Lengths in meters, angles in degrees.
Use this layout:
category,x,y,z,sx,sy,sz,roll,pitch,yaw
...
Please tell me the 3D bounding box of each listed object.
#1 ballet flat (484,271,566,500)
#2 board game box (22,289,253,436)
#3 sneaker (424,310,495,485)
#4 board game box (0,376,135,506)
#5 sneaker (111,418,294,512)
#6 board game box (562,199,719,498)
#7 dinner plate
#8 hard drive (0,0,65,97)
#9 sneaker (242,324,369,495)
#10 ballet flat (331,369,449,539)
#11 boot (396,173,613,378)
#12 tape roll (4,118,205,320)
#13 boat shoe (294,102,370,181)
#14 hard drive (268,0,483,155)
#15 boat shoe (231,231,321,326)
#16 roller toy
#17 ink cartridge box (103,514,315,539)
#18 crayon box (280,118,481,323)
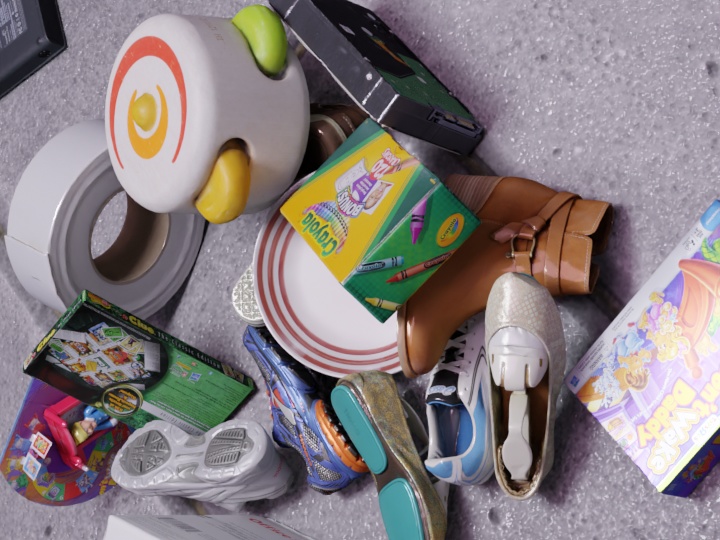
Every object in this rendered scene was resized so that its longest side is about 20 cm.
category,x,y,z,sx,sy,sz,roll,pitch,yaw
ballet flat,0.136,0.100,1.512,0.067,0.062,0.201,0,116,15
board game box,-0.212,0.101,1.758,0.105,0.200,0.023,-48,31,19
sneaker,0.092,0.086,1.596,0.072,0.072,0.201,-7,73,39
board game box,-0.261,0.149,1.805,0.039,0.158,0.200,28,98,44
sneaker,-0.150,0.197,1.746,0.200,0.099,0.078,-2,53,37
board game box,0.274,0.063,1.473,0.200,0.045,0.135,-52,54,17
dinner plate,0.000,0.000,1.678,0.199,0.024,0.201,-1,83,9
hard drive,-0.429,-0.267,2.111,0.200,0.033,0.140,-31,63,30
sneaker,-0.061,0.127,1.710,0.078,0.075,0.200,-51,53,22
ballet flat,0.041,0.178,1.618,0.071,0.071,0.200,-32,75,29
boot,0.122,0.009,1.553,0.154,0.074,0.201,11,70,22
tape roll,-0.250,-0.045,1.812,0.071,0.202,0.203,23,95,38
boat shoe,-0.060,-0.127,1.774,0.202,0.075,0.075,5,126,52
hard drive,0.013,-0.188,1.675,0.038,0.140,0.200,-53,55,17
boat shoe,-0.041,-0.026,1.732,0.075,0.062,0.200,43,93,18
roller toy,-0.149,-0.141,1.696,0.182,0.139,0.201,-1,89,53
ink cartridge box,-0.117,0.278,1.638,0.145,0.200,0.085,19,98,39
crayon box,0.013,-0.047,1.574,0.119,0.058,0.200,-46,27,2
